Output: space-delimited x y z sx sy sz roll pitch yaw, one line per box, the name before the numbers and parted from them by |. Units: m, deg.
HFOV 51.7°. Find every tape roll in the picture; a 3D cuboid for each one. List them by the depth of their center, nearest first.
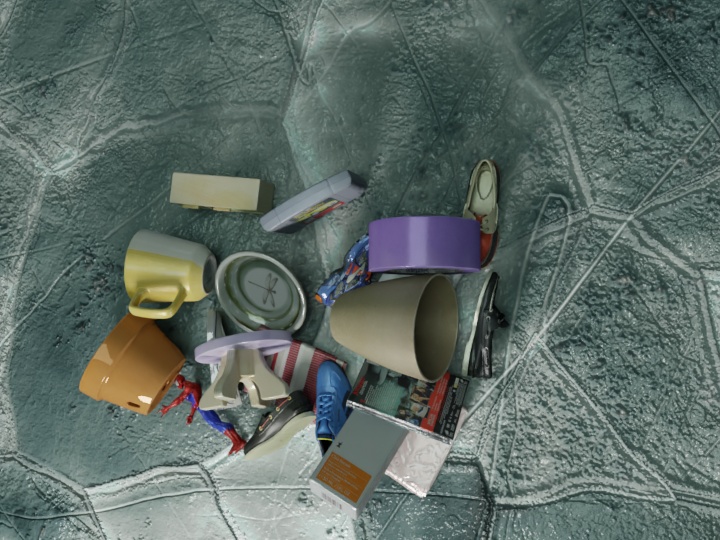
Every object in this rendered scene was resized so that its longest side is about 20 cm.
tape roll | 0.112 -0.040 1.305 0.197 0.200 0.086 0 86 17

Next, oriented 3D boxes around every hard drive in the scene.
hard drive | 0.096 0.046 1.423 0.131 0.025 0.201 34 97 16

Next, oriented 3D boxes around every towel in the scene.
towel | 0.081 0.295 1.410 0.199 0.032 0.193 30 96 19
towel | -0.130 0.208 1.472 0.198 0.023 0.146 21 105 16

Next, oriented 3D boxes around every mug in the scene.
mug | -0.381 0.016 1.513 0.151 0.150 0.189 6 76 8

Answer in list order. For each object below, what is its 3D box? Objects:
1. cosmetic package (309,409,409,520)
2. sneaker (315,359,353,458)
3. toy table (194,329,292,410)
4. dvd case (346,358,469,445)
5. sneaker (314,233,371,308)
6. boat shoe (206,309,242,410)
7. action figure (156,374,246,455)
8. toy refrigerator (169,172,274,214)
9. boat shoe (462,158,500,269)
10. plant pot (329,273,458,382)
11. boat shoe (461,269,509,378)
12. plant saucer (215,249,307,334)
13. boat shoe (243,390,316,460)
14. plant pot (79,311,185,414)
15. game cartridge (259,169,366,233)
cosmetic package | 0.003 0.325 1.329 0.101 0.072 0.201 27 61 16
sneaker | -0.054 0.272 1.397 0.065 0.078 0.203 -7 88 24
toy table | -0.220 0.191 1.403 0.198 0.183 0.119 -17 68 29
dvd case | 0.089 0.222 1.351 0.198 0.147 0.022 20 133 7
sneaker | 0.000 0.000 1.439 0.078 0.075 0.201 41 107 6
boat shoe | -0.274 0.179 1.516 0.069 0.071 0.203 -7 80 -11
action figure | -0.332 0.307 1.518 0.099 0.065 0.200 -41 77 -1
toy refrigerator | -0.283 -0.154 1.525 0.197 0.076 0.071 7 89 17
boat shoe | 0.223 -0.104 1.373 0.070 0.063 0.203 8 91 15
plant pot | 0.050 0.096 1.341 0.198 0.187 0.190 3 88 31
boat shoe | 0.236 0.102 1.352 0.065 0.074 0.202 14 92 15
plant saucer | -0.191 0.040 1.474 0.197 0.050 0.202 10 123 16
boat shoe | -0.166 0.307 1.458 0.201 0.073 0.064 -44 61 29
plant pot | -0.450 0.196 1.507 0.139 0.200 0.201 33 97 0
game cartridge | -0.091 -0.128 1.434 0.198 0.133 0.041 -28 79 14
